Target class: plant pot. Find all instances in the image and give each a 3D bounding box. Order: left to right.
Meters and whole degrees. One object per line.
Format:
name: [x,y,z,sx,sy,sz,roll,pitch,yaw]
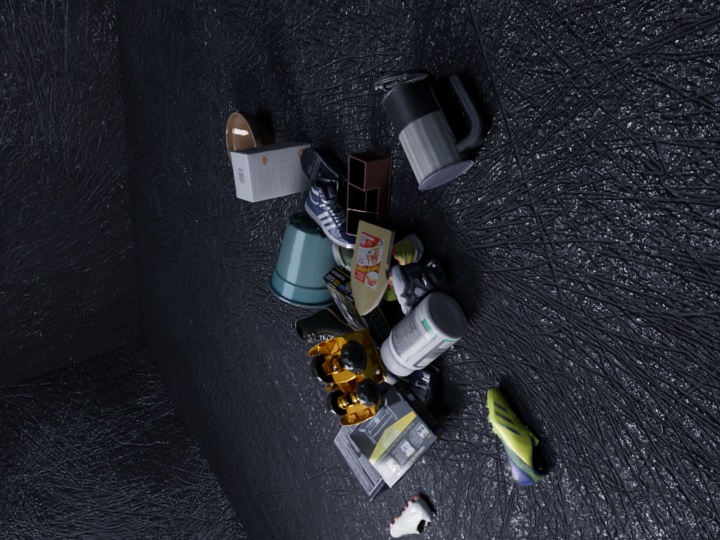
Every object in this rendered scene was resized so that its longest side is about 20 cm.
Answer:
plant pot: [-0.318,-0.373,1.749,0.200,0.092,0.204,28,125,47]
plant pot: [-0.135,-0.039,1.563,0.200,0.198,0.199,37,126,40]

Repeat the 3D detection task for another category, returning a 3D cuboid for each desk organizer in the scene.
desk organizer: [0.018,-0.172,1.367,0.071,0.076,0.203,32,130,44]

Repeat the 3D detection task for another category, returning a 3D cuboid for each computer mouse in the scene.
computer mouse: [-0.076,-0.237,1.504,0.200,0.052,0.139,48,139,13]

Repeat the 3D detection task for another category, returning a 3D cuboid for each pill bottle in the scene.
pill bottle: [0.133,0.146,1.289,0.200,0.112,0.114,-48,65,42]

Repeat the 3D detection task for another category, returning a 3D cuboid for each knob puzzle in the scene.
knob puzzle: [0.027,0.001,1.304,0.219,0.030,0.224,-174,90,-66]

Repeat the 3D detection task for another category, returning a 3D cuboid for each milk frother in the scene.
milk frother: [0.112,-0.267,1.081,0.180,0.198,0.191,-34,77,51]

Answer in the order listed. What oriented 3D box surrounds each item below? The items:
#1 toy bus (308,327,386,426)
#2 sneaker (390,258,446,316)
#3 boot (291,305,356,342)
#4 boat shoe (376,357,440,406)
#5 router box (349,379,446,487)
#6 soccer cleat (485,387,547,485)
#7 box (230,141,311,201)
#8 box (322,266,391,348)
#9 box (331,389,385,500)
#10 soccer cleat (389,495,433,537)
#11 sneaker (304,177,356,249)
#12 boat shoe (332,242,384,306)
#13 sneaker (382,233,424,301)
toy bus: [-0.003,0.241,1.405,0.135,0.191,0.203,-27,85,34]
sneaker: [0.135,0.038,1.294,0.201,0.112,0.076,62,-168,-62]
boot: [-0.087,0.187,1.627,0.199,0.137,0.079,35,132,41]
boat shoe: [0.116,0.239,1.428,0.199,0.074,0.094,26,119,38]
router box: [0.085,0.387,1.392,0.157,0.052,0.201,47,119,20]
soccer cleat: [0.317,0.332,1.195,0.083,0.064,0.203,-25,79,27]
box: [-0.232,-0.269,1.575,0.097,0.198,0.127,20,120,50]
box: [-0.001,0.099,1.467,0.159,0.049,0.201,31,157,44]
box: [0.044,0.469,1.578,0.201,0.122,0.200,52,142,24]
soccer cleat: [0.136,0.692,1.600,0.078,0.069,0.202,48,137,27]
sneaker: [-0.061,-0.147,1.449,0.200,0.070,0.109,43,139,22]
boat shoe: [0.000,0.000,1.461,0.201,0.072,0.062,54,169,4]
sneaker: [0.072,0.001,1.355,0.078,0.089,0.202,48,141,29]
